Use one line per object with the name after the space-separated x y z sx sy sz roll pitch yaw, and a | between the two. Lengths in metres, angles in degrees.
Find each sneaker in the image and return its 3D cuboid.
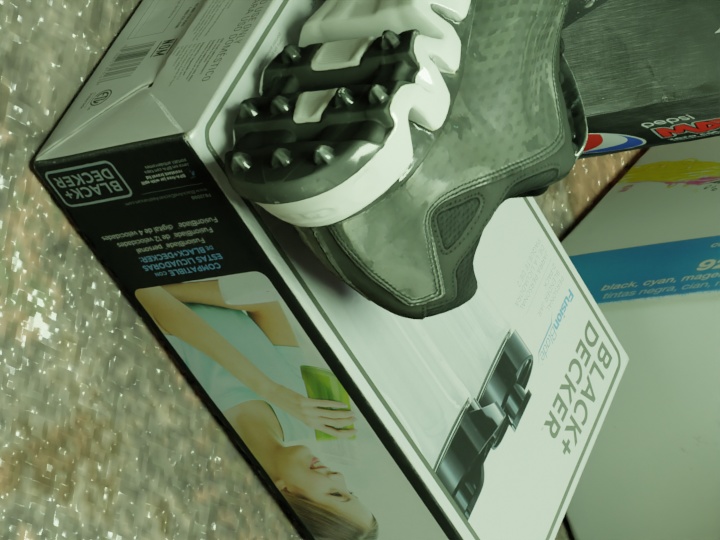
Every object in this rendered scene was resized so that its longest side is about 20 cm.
0.032 -0.068 0.663 0.091 0.066 0.200 55 48 -36 | sneaker

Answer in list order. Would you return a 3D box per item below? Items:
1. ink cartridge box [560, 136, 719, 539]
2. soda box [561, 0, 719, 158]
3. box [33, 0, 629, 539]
0.173 0.026 0.867 0.200 0.144 0.148 -45 119 -48 | ink cartridge box
0.103 -0.080 0.744 0.063 0.200 0.071 8 77 -53 | soda box
0.000 0.000 0.708 0.200 0.060 0.117 58 43 -30 | box
